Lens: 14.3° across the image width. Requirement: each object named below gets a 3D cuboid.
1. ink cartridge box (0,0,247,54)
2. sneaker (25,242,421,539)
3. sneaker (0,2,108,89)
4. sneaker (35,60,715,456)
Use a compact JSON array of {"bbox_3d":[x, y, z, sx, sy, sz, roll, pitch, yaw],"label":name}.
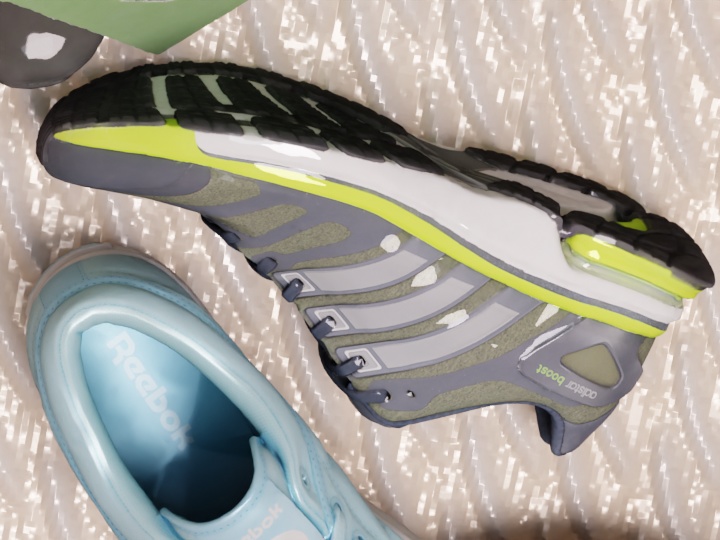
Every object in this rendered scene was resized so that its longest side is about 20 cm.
[{"bbox_3d":[0.019,-0.099,0.737,0.199,0.145,0.048,-34,81,10],"label":"ink cartridge box"},{"bbox_3d":[-0.028,0.081,0.809,0.074,0.082,0.200,-43,95,4],"label":"sneaker"},{"bbox_3d":[-0.096,-0.143,0.749,0.075,0.091,0.201,-9,108,-11],"label":"sneaker"},{"bbox_3d":[0.000,0.000,0.819,0.199,0.074,0.081,19,104,-14],"label":"sneaker"}]
